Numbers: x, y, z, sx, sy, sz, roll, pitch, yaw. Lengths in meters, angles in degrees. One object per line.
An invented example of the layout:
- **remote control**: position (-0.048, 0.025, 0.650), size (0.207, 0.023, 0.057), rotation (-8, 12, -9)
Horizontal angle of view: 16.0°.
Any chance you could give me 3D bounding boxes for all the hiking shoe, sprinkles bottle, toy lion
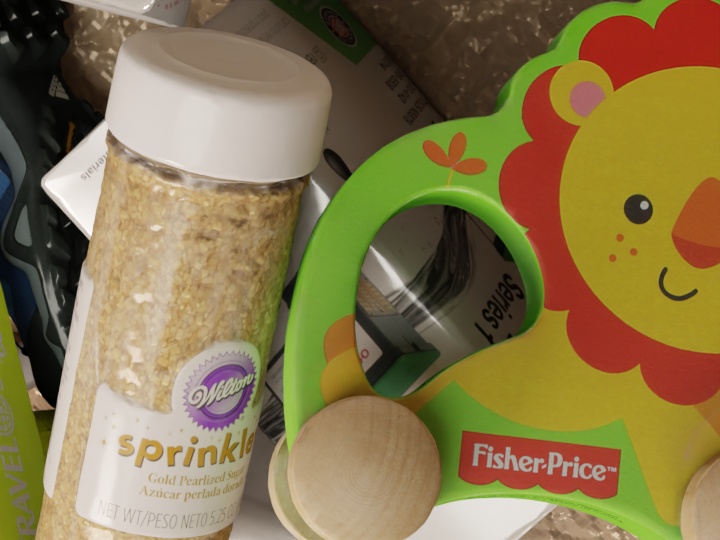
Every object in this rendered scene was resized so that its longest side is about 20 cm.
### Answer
- **hiking shoe**: position (-0.138, -0.034, 0.977), size (0.086, 0.074, 0.201), rotation (-25, 79, 31)
- **sprinkles bottle**: position (-0.061, 0.026, 0.816), size (0.068, 0.068, 0.201), rotation (17, 111, 12)
- **toy lion**: position (0.078, 0.001, 0.812), size (0.198, 0.069, 0.193), rotation (6, 82, -7)

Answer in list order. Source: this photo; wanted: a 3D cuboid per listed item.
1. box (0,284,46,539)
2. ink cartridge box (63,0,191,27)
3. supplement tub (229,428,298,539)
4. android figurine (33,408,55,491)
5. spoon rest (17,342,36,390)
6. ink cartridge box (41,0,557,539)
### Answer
- **box**: position (-0.175, 0.061, 0.913), size (0.121, 0.048, 0.201), rotation (-25, 71, 25)
- **ink cartridge box**: position (-0.106, -0.152, 0.866), size (0.199, 0.068, 0.116), rotation (19, 95, 38)
- **supplement tub**: position (-0.052, 0.147, 1.001), size (0.131, 0.132, 0.201), rotation (23, 118, 9)
- **android figurine**: position (-0.124, 0.136, 0.957), size (0.182, 0.041, 0.201), rotation (-52, 53, 44)
- **spoon rest**: position (-0.198, 0.033, 1.037), size (0.198, 0.100, 0.061), rotation (-13, 126, 12)
- **ink cartridge box**: position (0.000, 0.000, 0.908), size (0.084, 0.146, 0.200), rotation (-40, 96, 22)
